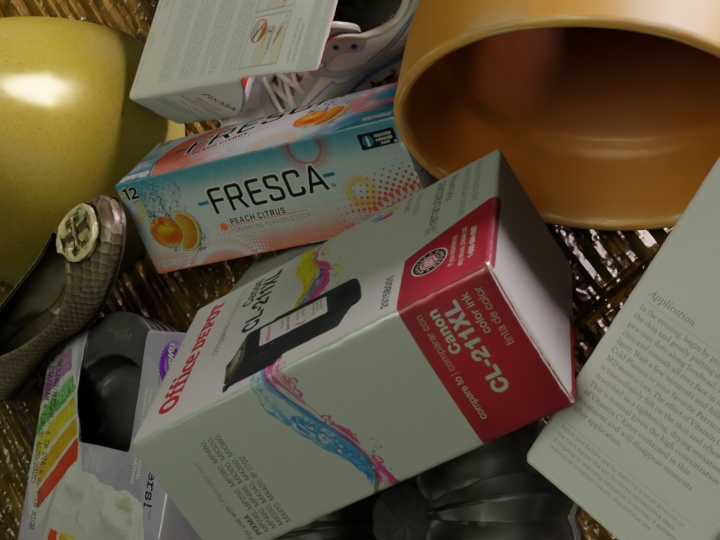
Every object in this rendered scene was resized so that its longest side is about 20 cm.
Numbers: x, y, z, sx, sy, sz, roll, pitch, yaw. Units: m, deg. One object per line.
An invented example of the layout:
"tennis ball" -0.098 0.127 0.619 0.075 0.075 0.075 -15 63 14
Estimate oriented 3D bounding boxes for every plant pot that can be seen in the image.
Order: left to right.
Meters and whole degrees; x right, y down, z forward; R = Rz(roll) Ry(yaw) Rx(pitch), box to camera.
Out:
"plant pot" -0.240 -0.090 0.908 0.200 0.142 0.200 -5 79 26
"plant pot" 0.130 -0.147 0.708 0.200 0.200 0.183 -3 63 27

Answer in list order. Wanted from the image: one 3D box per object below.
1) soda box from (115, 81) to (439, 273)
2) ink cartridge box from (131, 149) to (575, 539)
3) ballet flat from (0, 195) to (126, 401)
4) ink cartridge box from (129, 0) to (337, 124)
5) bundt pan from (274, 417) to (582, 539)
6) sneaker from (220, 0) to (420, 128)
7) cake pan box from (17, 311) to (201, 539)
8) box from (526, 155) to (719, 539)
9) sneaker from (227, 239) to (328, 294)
"soda box" -0.045 -0.056 0.815 0.200 0.064 0.068 -11 116 27
"ink cartridge box" 0.001 0.041 0.674 0.200 0.146 0.083 -27 109 19
"ballet flat" -0.210 0.021 0.870 0.200 0.046 0.067 -45 45 37
"ink cartridge box" -0.055 -0.178 0.834 0.200 0.047 0.160 2 72 49
"bundt pan" 0.022 0.144 0.767 0.202 0.076 0.202 -5 80 27
"sneaker" -0.025 -0.135 0.836 0.200 0.087 0.075 -40 68 18
"cake pan box" -0.146 0.128 0.836 0.184 0.052 0.200 3 81 50
"box" 0.190 0.037 0.624 0.097 0.124 0.200 40 106 33
"sneaker" 0.000 0.000 0.800 0.200 0.075 0.082 -9 45 28
